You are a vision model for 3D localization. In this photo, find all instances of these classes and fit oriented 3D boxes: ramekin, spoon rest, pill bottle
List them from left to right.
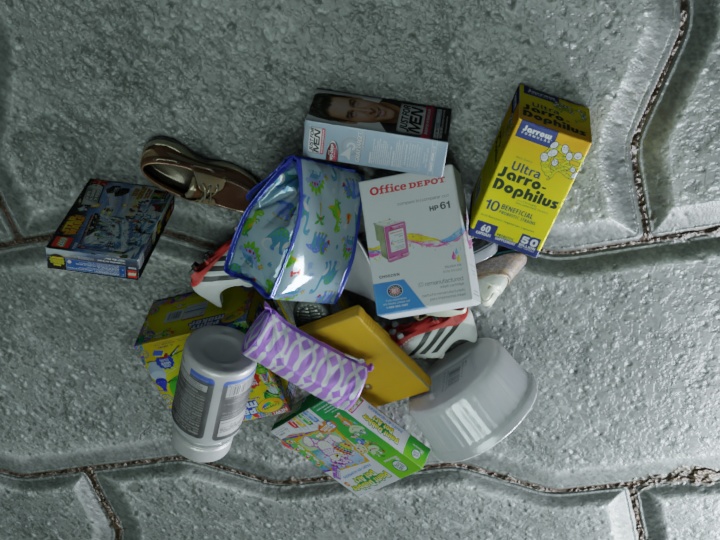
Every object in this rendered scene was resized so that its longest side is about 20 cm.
[{"bbox_3d":[-0.229,0.193,1.752,0.113,0.114,0.201,16,126,-2],"label":"pill bottle"},{"bbox_3d":[0.000,0.000,1.767,0.199,0.061,0.099,31,123,-13],"label":"spoon rest"},{"bbox_3d":[0.170,0.197,1.798,0.200,0.201,0.098,-32,106,26],"label":"ramekin"}]

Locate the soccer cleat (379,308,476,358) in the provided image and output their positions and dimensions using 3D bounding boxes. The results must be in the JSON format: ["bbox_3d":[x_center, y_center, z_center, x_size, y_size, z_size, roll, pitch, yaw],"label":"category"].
[{"bbox_3d":[0.090,0.113,1.815,0.199,0.069,0.085,-24,120,13],"label":"soccer cleat"}]

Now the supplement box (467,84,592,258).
[{"bbox_3d":[0.236,-0.139,1.607,0.108,0.110,0.201,18,124,-4],"label":"supplement box"}]

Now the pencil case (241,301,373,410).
[{"bbox_3d":[-0.079,0.131,1.696,0.199,0.084,0.086,29,109,-18],"label":"pencil case"}]

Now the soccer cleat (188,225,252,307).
[{"bbox_3d":[-0.176,-0.023,1.759,0.200,0.069,0.085,-38,107,14],"label":"soccer cleat"}]

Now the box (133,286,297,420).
[{"bbox_3d":[-0.226,0.139,1.859,0.199,0.122,0.193,-14,122,17],"label":"box"}]

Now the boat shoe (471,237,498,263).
[{"bbox_3d":[0.109,-0.020,1.718,0.199,0.069,0.057,-24,111,-2],"label":"boat shoe"}]

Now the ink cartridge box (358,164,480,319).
[{"bbox_3d":[0.085,-0.041,1.648,0.144,0.085,0.201,-10,81,13],"label":"ink cartridge box"}]

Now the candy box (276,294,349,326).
[{"bbox_3d":[-0.055,0.097,1.861,0.102,0.026,0.201,-17,120,15],"label":"candy box"}]

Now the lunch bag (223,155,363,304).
[{"bbox_3d":[-0.084,-0.064,1.646,0.127,0.170,0.201,30,103,30],"label":"lunch bag"}]

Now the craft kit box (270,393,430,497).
[{"bbox_3d":[-0.019,0.275,1.850,0.197,0.049,0.200,36,143,-13],"label":"craft kit box"}]

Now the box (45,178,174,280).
[{"bbox_3d":[-0.367,-0.064,1.693,0.136,0.200,0.040,8,125,4],"label":"box"}]

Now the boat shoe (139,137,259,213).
[{"bbox_3d":[-0.239,-0.128,1.708,0.199,0.072,0.076,21,125,-6],"label":"boat shoe"}]

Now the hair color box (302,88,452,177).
[{"bbox_3d":[0.025,-0.194,1.606,0.199,0.099,0.061,9,125,3],"label":"hair color box"}]

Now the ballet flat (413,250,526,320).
[{"bbox_3d":[0.165,0.031,1.737,0.199,0.068,0.068,-19,146,7],"label":"ballet flat"}]

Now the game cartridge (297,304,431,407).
[{"bbox_3d":[-0.015,0.144,1.778,0.176,0.033,0.200,-21,128,31],"label":"game cartridge"}]

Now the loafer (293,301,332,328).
[{"bbox_3d":[-0.065,0.094,1.805,0.075,0.070,0.201,6,139,5],"label":"loafer"}]

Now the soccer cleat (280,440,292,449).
[{"bbox_3d":[-0.041,0.284,1.974,0.199,0.067,0.077,-1,154,3],"label":"soccer cleat"}]
